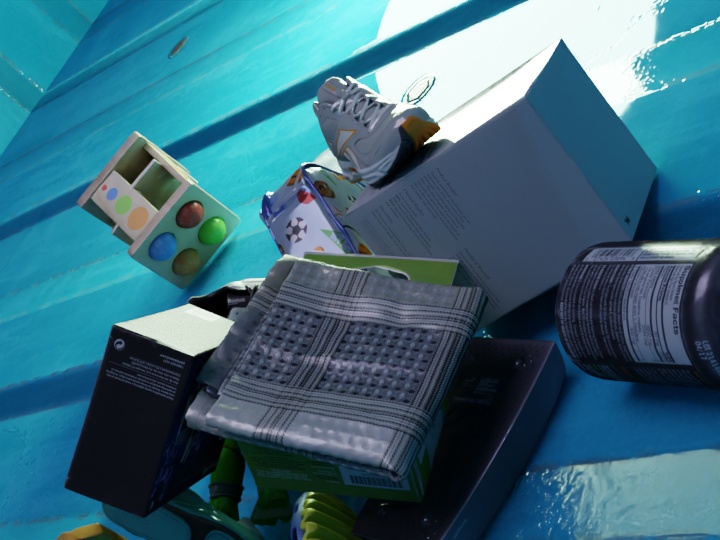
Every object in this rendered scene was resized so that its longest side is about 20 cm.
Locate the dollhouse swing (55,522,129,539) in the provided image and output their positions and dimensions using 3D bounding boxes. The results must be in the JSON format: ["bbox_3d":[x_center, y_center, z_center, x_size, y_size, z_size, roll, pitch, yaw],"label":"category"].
[{"bbox_3d":[-0.259,0.299,1.374,0.200,0.176,0.182,-47,24,5],"label":"dollhouse swing"}]

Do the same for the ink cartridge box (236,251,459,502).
[{"bbox_3d":[0.000,0.082,1.204,0.147,0.076,0.200,3,46,19],"label":"ink cartridge box"}]

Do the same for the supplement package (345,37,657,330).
[{"bbox_3d":[0.125,-0.068,1.268,0.200,0.152,0.151,-32,12,31],"label":"supplement package"}]

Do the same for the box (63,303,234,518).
[{"bbox_3d":[-0.164,0.114,1.245,0.200,0.079,0.142,-19,-50,-78],"label":"box"}]

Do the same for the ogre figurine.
[{"bbox_3d":[-0.066,0.152,1.341,0.200,0.098,0.120,-42,50,36],"label":"ogre figurine"}]

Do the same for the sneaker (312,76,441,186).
[{"bbox_3d":[0.001,-0.129,1.277,0.076,0.092,0.200,-41,11,-13],"label":"sneaker"}]

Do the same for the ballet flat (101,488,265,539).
[{"bbox_3d":[-0.132,0.231,1.288,0.070,0.200,0.068,-42,-21,-59],"label":"ballet flat"}]

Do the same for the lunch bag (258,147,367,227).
[{"bbox_3d":[-0.009,-0.088,1.606,0.200,0.083,0.161,-16,22,47],"label":"lunch bag"}]

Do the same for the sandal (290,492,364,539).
[{"bbox_3d":[-0.041,0.259,1.193,0.087,0.079,0.200,-40,24,25],"label":"sandal"}]

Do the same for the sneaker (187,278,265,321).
[{"bbox_3d":[-0.087,0.040,1.470,0.199,0.080,0.074,-18,59,23],"label":"sneaker"}]

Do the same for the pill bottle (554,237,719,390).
[{"bbox_3d":[0.237,0.031,1.028,0.200,0.106,0.106,0,53,58],"label":"pill bottle"}]

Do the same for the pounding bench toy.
[{"bbox_3d":[-0.245,-0.061,1.961,0.124,0.200,0.156,-50,56,1],"label":"pounding bench toy"}]

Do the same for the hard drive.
[{"bbox_3d":[0.084,0.145,1.189,0.135,0.042,0.200,-2,51,58],"label":"hard drive"}]

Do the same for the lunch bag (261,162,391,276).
[{"bbox_3d":[0.000,0.000,1.363,0.075,0.160,0.200,-37,62,19],"label":"lunch bag"}]

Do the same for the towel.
[{"bbox_3d":[-0.020,0.066,1.146,0.199,0.035,0.193,10,50,25],"label":"towel"}]
